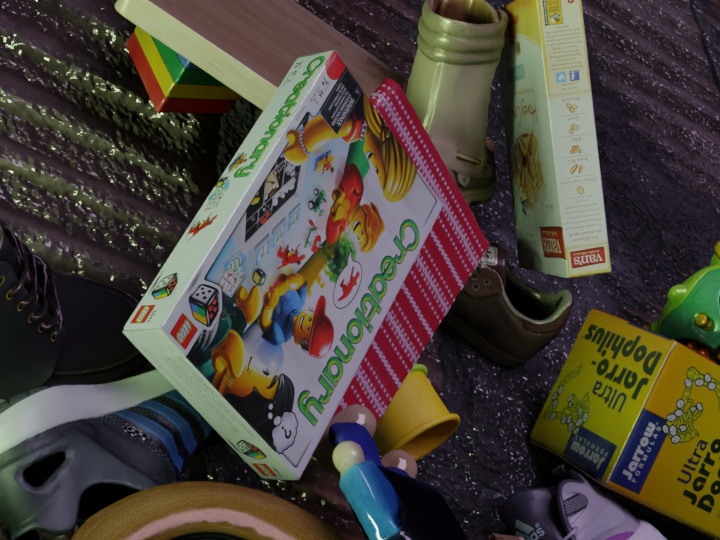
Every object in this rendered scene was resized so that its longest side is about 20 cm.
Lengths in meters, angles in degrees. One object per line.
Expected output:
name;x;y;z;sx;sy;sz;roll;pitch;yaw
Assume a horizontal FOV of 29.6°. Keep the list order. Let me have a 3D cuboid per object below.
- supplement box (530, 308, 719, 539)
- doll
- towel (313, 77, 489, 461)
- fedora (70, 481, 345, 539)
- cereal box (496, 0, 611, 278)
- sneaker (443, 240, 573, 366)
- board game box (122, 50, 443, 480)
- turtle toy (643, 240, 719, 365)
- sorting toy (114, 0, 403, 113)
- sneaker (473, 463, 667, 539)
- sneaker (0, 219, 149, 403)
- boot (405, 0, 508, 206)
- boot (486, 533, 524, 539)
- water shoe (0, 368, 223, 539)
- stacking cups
supplement box;0.243;0.125;0.985;0.199;0.110;0.109;27;-1;-25
doll;0.027;0.136;0.702;0.137;0.048;0.200;48;1;-16
towel;0.000;0.000;0.827;0.201;0.022;0.145;-54;126;-33
fedora;-0.069;0.202;0.642;0.198;0.082;0.203;14;55;-21
cereal box;0.138;-0.099;1.005;0.039;0.144;0.203;-7;94;-7
sneaker;0.067;-0.005;0.995;0.199;0.076;0.071;29;39;-23
board game box;-0.035;-0.005;0.748;0.127;0.034;0.201;51;54;-33
turtle toy;0.326;0.071;1.110;0.199;0.146;0.101;33;18;-17
sorting toy;-0.073;-0.134;0.942;0.199;0.070;0.199;33;22;-11
sneaker;0.124;0.196;0.871;0.140;0.078;0.200;43;27;-2
sneaker;-0.174;0.017;0.705;0.198;0.106;0.075;3;53;-43
boot;0.075;-0.131;1.036;0.072;0.157;0.200;15;18;15
boot;0.126;0.196;0.725;0.106;0.076;0.200;12;9;-3
water shoe;-0.119;0.099;0.713;0.199;0.071;0.080;-7;68;-53
stacking cups;-0.013;0.034;0.900;0.060;0.061;0.201;-10;59;-49
